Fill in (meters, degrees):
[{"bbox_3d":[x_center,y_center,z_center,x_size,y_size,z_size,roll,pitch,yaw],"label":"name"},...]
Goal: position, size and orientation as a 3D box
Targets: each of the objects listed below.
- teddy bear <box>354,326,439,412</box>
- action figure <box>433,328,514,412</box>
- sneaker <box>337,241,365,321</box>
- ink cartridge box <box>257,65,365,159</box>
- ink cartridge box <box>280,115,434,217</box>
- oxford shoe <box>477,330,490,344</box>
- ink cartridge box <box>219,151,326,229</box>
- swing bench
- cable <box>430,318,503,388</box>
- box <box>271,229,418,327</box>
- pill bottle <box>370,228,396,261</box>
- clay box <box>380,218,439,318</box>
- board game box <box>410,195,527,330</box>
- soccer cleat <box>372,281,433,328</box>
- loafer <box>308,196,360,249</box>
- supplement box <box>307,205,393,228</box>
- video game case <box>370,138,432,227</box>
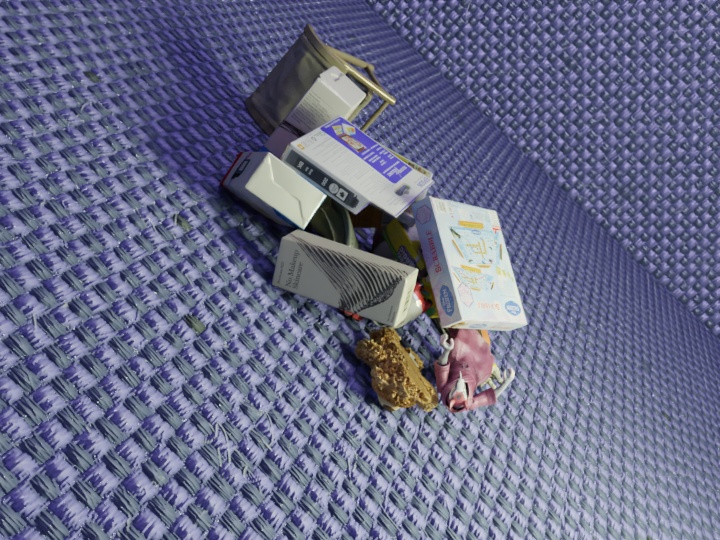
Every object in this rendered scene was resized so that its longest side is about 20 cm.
[{"bbox_3d":[0.051,0.152,1.556,0.145,0.067,0.200,42,12,-30],"label":"teddy bear"},{"bbox_3d":[0.145,0.163,1.608,0.134,0.149,0.200,37,29,-5],"label":"action figure"},{"bbox_3d":[0.000,0.000,1.708,0.078,0.082,0.200,32,23,-26],"label":"sneaker"},{"bbox_3d":[-0.091,-0.252,1.857,0.084,0.200,0.146,41,21,-5],"label":"ink cartridge box"},{"bbox_3d":[0.000,-0.155,1.655,0.200,0.043,0.198,35,29,7],"label":"ink cartridge box"},{"bbox_3d":[0.175,0.080,1.895,0.073,0.071,0.200,25,28,-29],"label":"oxford shoe"},{"bbox_3d":[-0.145,-0.127,1.644,0.116,0.067,0.200,36,-7,-20],"label":"ink cartridge box"},{"bbox_3d":[-0.080,-0.330,2.029,0.200,0.199,0.130,22,29,-43],"label":"swing bench"},{"bbox_3d":[0.169,0.119,1.763,0.200,0.050,0.097,58,-14,14],"label":"cable"},{"bbox_3d":[-0.023,0.010,1.537,0.199,0.083,0.068,17,18,14],"label":"box"},{"bbox_3d":[0.072,-0.022,1.839,0.113,0.113,0.200,39,22,-12],"label":"pill bottle"},{"bbox_3d":[0.125,0.006,1.706,0.115,0.048,0.201,2,52,-47],"label":"clay box"},{"bbox_3d":[0.173,-0.007,1.650,0.200,0.041,0.200,8,64,-51],"label":"board game box"},{"bbox_3d":[0.049,0.060,1.658,0.069,0.085,0.200,65,-14,-1],"label":"soccer cleat"},{"bbox_3d":[-0.051,-0.076,1.677,0.200,0.069,0.075,-110,-179,-47],"label":"loafer"},{"bbox_3d":[-0.012,-0.116,1.801,0.199,0.069,0.067,2,35,-12],"label":"supplement box"},{"bbox_3d":[0.027,-0.162,1.759,0.182,0.022,0.200,29,29,-3],"label":"video game case"}]
